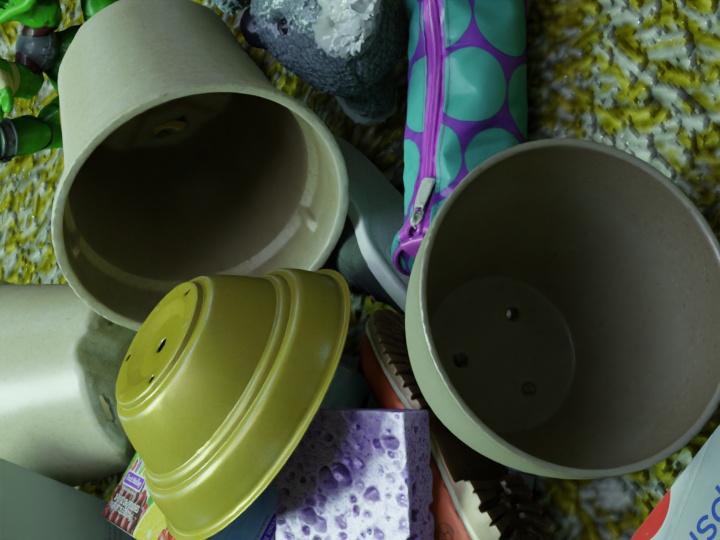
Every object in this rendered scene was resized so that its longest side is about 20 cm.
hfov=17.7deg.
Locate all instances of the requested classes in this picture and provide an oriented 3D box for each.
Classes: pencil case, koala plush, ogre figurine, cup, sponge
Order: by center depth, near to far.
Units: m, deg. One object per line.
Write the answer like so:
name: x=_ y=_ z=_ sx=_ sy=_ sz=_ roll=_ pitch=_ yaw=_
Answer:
cup: x=0.106 y=0.036 z=1.393 sx=0.143 sy=0.199 sz=0.201 roll=142 pitch=129 yaw=-67
sponge: x=-0.003 y=0.186 z=1.445 sx=0.111 sy=0.030 sz=0.201 roll=-1 pitch=92 yaw=38
pencil case: x=0.066 y=-0.098 z=1.516 sx=0.085 sy=0.092 sz=0.201 roll=-8 pitch=73 yaw=35
koala plush: x=-0.024 y=-0.209 z=1.593 sx=0.183 sy=0.177 sz=0.201 roll=-17 pitch=67 yaw=-3
ogre figurine: x=-0.246 y=-0.176 z=1.860 sx=0.098 sy=0.120 sz=0.201 roll=5 pitch=86 yaw=44

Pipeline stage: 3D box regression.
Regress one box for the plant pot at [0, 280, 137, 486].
plant pot: x=-0.232 y=0.087 z=1.738 sx=0.183 sy=0.200 sz=0.201 roll=-10 pitch=73 yaw=35

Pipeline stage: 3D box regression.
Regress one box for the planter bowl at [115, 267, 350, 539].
planter bowl: x=-0.098 y=0.066 z=1.473 sx=0.200 sy=0.083 sz=0.201 roll=-45 pitch=24 yaw=27

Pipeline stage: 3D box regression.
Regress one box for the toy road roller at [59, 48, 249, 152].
toy road roller: x=-0.170 y=-0.094 z=1.765 sx=0.146 sy=0.122 sz=0.201 roll=-6 pitch=75 yaw=61

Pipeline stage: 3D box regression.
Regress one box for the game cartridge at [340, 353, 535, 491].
game cartridge: x=0.035 y=0.131 z=1.546 sx=0.200 sy=0.038 sz=0.130 roll=13 pitch=95 yaw=48

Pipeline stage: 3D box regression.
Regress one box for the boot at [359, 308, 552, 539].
boot: x=0.034 y=0.124 z=1.473 sx=0.107 sy=0.075 sz=0.201 roll=-42 pitch=59 yaw=32

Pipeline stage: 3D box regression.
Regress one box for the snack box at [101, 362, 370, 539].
snack box: x=-0.088 y=0.124 z=1.580 sx=0.169 sy=0.068 sz=0.200 roll=-61 pitch=22 yaw=-6

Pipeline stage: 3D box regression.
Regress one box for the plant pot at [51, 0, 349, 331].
plant pot: x=-0.128 y=-0.089 z=1.581 sx=0.201 sy=0.200 sz=0.184 roll=-56 pitch=33 yaw=23

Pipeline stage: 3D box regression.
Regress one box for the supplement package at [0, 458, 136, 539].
supplement package: x=-0.237 y=0.233 z=1.679 sx=0.117 sy=0.200 sz=0.117 roll=-40 pitch=37 yaw=35

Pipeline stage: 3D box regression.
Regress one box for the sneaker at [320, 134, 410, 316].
sneaker: x=0.000 y=0.000 z=1.594 sx=0.200 sy=0.070 sz=0.099 roll=52 pitch=129 yaw=38

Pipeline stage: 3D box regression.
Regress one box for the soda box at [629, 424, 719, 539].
soda box: x=0.200 y=0.168 z=1.331 sx=0.200 sy=0.063 sz=0.068 roll=-56 pitch=46 yaw=23
